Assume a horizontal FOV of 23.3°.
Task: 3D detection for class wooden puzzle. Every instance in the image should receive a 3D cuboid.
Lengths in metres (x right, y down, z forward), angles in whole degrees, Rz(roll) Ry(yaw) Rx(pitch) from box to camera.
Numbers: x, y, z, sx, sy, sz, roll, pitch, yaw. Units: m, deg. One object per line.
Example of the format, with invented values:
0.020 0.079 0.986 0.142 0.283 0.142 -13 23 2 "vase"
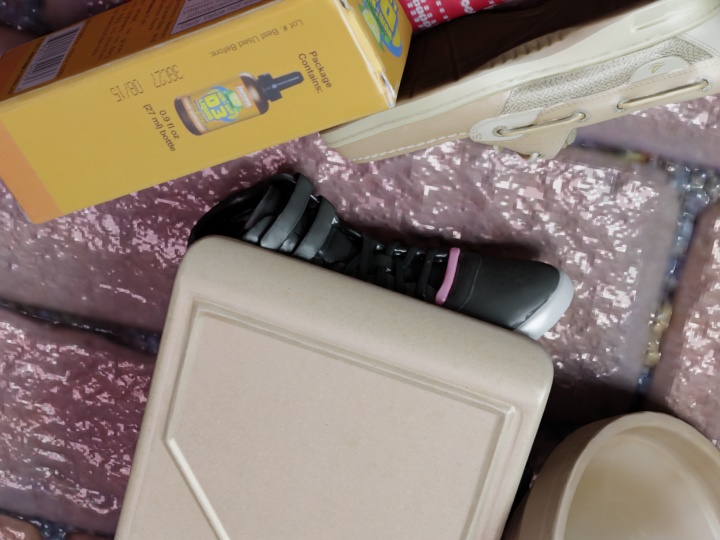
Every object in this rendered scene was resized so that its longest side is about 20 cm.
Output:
-0.019 0.100 0.848 0.183 0.037 0.202 18 107 5 "wooden puzzle"

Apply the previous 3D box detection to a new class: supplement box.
-0.078 -0.088 0.791 0.198 0.069 0.067 -15 123 25 "supplement box"

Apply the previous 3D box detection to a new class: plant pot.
0.124 0.178 0.873 0.092 0.201 0.201 -18 119 41 "plant pot"

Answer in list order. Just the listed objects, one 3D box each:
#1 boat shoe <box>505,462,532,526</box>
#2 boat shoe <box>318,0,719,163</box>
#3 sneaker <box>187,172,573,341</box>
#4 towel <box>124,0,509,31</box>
-0.006 0.091 0.929 0.200 0.074 0.064 22 100 9 "boat shoe"
0.075 -0.079 0.775 0.198 0.072 0.065 -16 118 24 "boat shoe"
0.000 0.000 0.853 0.198 0.071 0.100 -7 128 26 "sneaker"
-0.030 -0.160 0.779 0.198 0.023 0.145 -14 120 25 "towel"
